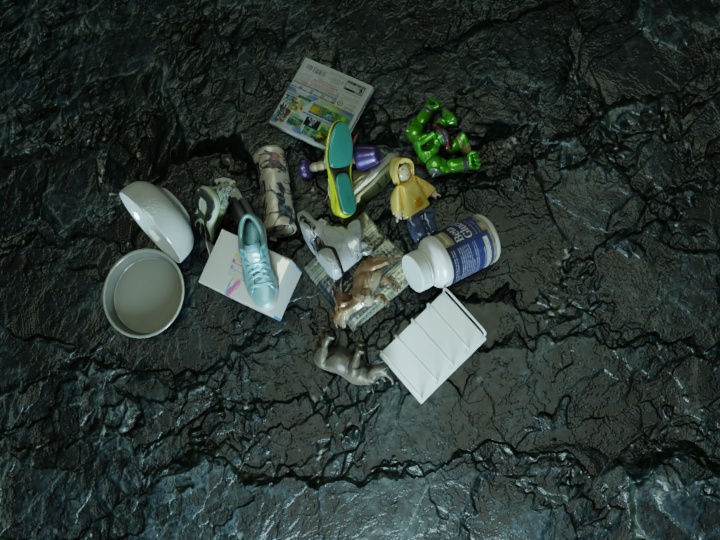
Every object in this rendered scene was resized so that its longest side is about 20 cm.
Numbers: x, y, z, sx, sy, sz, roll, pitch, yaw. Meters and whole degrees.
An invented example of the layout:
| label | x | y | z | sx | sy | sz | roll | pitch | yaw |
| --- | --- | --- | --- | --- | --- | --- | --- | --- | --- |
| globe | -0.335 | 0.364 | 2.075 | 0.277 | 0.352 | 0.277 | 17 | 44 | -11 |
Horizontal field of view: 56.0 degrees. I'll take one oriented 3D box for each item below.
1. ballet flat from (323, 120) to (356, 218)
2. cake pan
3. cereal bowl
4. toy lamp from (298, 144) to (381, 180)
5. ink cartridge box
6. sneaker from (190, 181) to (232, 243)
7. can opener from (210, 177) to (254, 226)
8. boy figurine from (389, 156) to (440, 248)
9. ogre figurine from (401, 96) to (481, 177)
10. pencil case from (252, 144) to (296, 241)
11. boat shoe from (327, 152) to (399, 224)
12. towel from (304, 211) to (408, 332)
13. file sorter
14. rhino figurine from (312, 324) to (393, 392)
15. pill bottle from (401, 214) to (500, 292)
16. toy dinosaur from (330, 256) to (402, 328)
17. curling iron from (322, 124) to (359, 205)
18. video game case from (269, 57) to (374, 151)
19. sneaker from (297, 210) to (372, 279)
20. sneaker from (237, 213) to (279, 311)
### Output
| label | x | y | z | sx | sy | sz | roll | pitch | yaw |
| --- | --- | --- | --- | --- | --- | --- | --- | --- | --- |
| ballet flat | -0.051 | -0.215 | 1.456 | 0.065 | 0.066 | 0.206 | -11 | 99 | -31 |
| cake pan | -0.492 | 0.054 | 1.552 | 0.194 | 0.037 | 0.206 | -1 | 79 | 6 |
| cereal bowl | -0.439 | -0.119 | 1.505 | 0.200 | 0.201 | 0.083 | 43 | 70 | 12 |
| toy lamp | -0.047 | -0.241 | 1.511 | 0.195 | 0.058 | 0.060 | -9 | 77 | 29 |
| ink cartridge box | -0.250 | 0.007 | 1.488 | 0.196 | 0.129 | 0.128 | 23 | 82 | 11 |
| sneaker | -0.319 | -0.129 | 1.503 | 0.088 | 0.201 | 0.077 | -35 | 80 | -30 |
| can opener | -0.281 | -0.138 | 1.545 | 0.201 | 0.052 | 0.067 | 53 | 128 | 30 |
| boy figurine | 0.120 | -0.157 | 1.483 | 0.122 | 0.064 | 0.205 | -23 | 96 | -19 |
| ogre figurine | 0.172 | -0.290 | 1.515 | 0.118 | 0.098 | 0.204 | -26 | 88 | -11 |
| pencil case | -0.196 | -0.175 | 1.543 | 0.076 | 0.089 | 0.206 | -3 | 77 | -30 |
| boat shoe | 0.007 | -0.199 | 1.525 | 0.068 | 0.075 | 0.200 | 42 | 80 | 17 |
| towel | 0.000 | 0.000 | 1.515 | 0.199 | 0.035 | 0.193 | -41 | 75 | 0 |
| file sorter | 0.150 | 0.156 | 1.417 | 0.200 | 0.125 | 0.139 | -43 | 77 | -3 |
| rhino figurine | -0.016 | 0.199 | 1.457 | 0.196 | 0.060 | 0.089 | 25 | 107 | 10 |
| pill bottle | 0.188 | -0.032 | 1.424 | 0.196 | 0.111 | 0.113 | -25 | 77 | -21 |
| toy dinosaur | 0.007 | 0.025 | 1.455 | 0.134 | 0.086 | 0.202 | 11 | 59 | 47 |
| curling iron | -0.050 | -0.247 | 1.567 | 0.048 | 0.026 | 0.205 | 14 | 82 | 18 |
| video game case | -0.092 | -0.385 | 1.586 | 0.197 | 0.022 | 0.185 | 27 | 84 | 19 |
| sneaker | -0.057 | -0.076 | 1.487 | 0.113 | 0.076 | 0.201 | -28 | 53 | -11 |
| sneaker | -0.218 | -0.019 | 1.381 | 0.072 | 0.082 | 0.205 | -16 | 78 | 3 |
